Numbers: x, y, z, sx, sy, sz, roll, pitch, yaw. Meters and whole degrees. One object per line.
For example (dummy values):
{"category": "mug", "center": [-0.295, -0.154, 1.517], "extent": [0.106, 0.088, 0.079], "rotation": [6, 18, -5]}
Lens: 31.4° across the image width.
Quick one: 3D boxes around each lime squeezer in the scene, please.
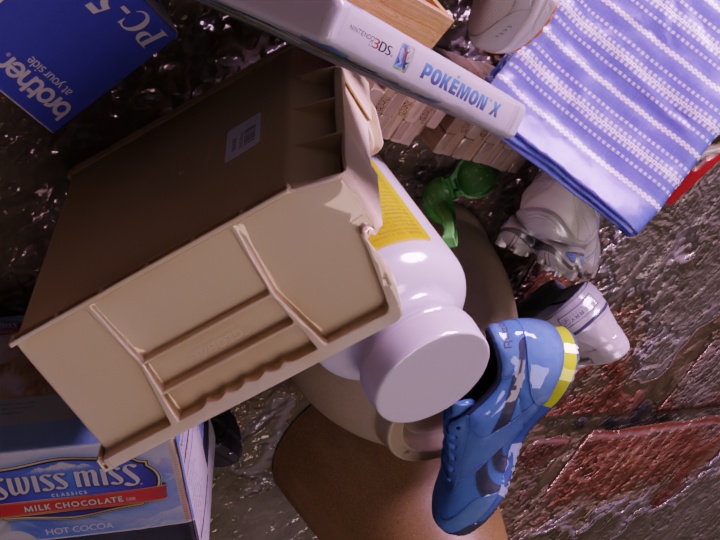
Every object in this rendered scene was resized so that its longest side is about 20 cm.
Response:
{"category": "lime squeezer", "center": [0.088, -0.067, 0.953], "extent": [0.071, 0.038, 0.200], "rotation": [-24, -169, 45]}

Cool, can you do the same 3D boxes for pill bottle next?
{"category": "pill bottle", "center": [0.000, 0.000, 0.843], "extent": [0.112, 0.200, 0.112], "rotation": [-20, 141, -17]}

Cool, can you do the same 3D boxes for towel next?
{"category": "towel", "center": [0.185, -0.140, 0.841], "extent": [0.200, 0.145, 0.024], "rotation": [-52, -179, -1]}

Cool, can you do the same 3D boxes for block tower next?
{"category": "block tower", "center": [0.043, -0.118, 0.865], "extent": [0.200, 0.054, 0.058], "rotation": [10, 126, -44]}

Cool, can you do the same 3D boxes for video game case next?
{"category": "video game case", "center": [-0.038, -0.126, 0.625], "extent": [0.182, 0.200, 0.022], "rotation": [14, 103, -58]}

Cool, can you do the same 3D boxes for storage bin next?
{"category": "storage bin", "center": [-0.076, -0.022, 0.719], "extent": [0.198, 0.200, 0.094], "rotation": [-27, 118, 14]}

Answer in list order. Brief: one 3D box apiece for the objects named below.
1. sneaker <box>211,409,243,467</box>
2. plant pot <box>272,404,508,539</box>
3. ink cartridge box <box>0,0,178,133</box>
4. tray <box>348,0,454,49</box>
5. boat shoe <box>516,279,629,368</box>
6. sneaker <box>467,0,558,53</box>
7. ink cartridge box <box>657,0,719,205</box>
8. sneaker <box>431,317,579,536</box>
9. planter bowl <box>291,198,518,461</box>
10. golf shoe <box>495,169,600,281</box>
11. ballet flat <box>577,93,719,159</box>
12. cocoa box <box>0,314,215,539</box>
{"category": "sneaker", "center": [-0.165, 0.101, 0.955], "extent": [0.079, 0.075, 0.200], "rotation": [-34, 136, 16]}
{"category": "plant pot", "center": [0.047, 0.216, 1.124], "extent": [0.186, 0.200, 0.186], "rotation": [-20, 140, -17]}
{"category": "ink cartridge box", "center": [-0.189, -0.160, 0.651], "extent": [0.094, 0.044, 0.200], "rotation": [-36, 144, 7]}
{"category": "tray", "center": [-0.044, -0.183, 0.688], "extent": [0.200, 0.099, 0.037], "rotation": [17, 121, -46]}
{"category": "boat shoe", "center": [0.163, 0.054, 1.054], "extent": [0.074, 0.067, 0.200], "rotation": [-40, -178, -3]}
{"category": "sneaker", "center": [0.089, -0.224, 0.781], "extent": [0.092, 0.076, 0.200], "rotation": [6, 132, -16]}
{"category": "ink cartridge box", "center": [0.216, -0.138, 0.961], "extent": [0.116, 0.067, 0.200], "rotation": [-45, 142, 14]}
{"category": "sneaker", "center": [0.081, 0.113, 0.928], "extent": [0.078, 0.066, 0.200], "rotation": [7, 126, -25]}
{"category": "planter bowl", "center": [0.043, 0.063, 1.003], "extent": [0.200, 0.135, 0.200], "rotation": [-20, 141, -17]}
{"category": "golf shoe", "center": [0.162, -0.048, 0.981], "extent": [0.097, 0.078, 0.200], "rotation": [-65, 172, 7]}
{"category": "ballet flat", "center": [0.233, -0.107, 0.893], "extent": [0.200, 0.072, 0.072], "rotation": [-12, 139, -30]}
{"category": "cocoa box", "center": [-0.201, 0.114, 0.812], "extent": [0.200, 0.133, 0.131], "rotation": [-6, 127, -1]}
